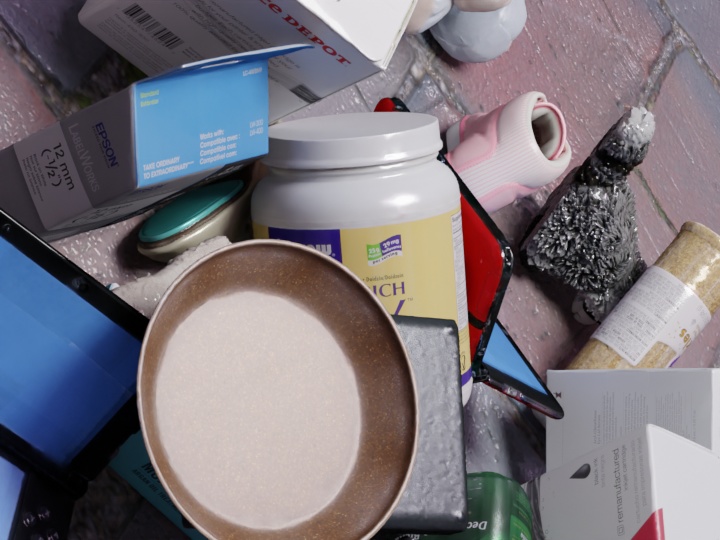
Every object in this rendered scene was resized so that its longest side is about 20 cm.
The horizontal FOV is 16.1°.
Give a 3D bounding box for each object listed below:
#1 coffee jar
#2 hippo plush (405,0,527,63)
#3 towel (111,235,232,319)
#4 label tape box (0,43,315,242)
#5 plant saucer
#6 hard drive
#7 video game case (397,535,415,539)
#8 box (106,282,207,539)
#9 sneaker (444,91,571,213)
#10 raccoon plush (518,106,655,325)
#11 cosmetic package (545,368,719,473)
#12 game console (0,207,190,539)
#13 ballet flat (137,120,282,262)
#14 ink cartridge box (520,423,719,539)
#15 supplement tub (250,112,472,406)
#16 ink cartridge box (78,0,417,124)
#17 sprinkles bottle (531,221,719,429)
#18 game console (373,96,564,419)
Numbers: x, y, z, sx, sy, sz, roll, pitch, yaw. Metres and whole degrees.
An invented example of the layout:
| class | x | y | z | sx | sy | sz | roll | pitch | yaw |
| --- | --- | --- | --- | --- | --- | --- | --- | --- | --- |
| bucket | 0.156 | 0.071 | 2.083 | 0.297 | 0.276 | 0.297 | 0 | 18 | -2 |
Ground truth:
| class | x | y | z | sx | sy | sz | roll | pitch | yaw |
| --- | --- | --- | --- | --- | --- | --- | --- | --- | --- |
| coffee jar | 0.071 | 0.245 | 1.756 | 0.085 | 0.104 | 0.201 | 58 | 25 | -55 |
| hippo plush | 0.070 | -0.259 | 2.088 | 0.161 | 0.158 | 0.201 | 60 | 37 | -64 |
| towel | -0.083 | 0.084 | 1.642 | 0.132 | 0.034 | 0.201 | -32 | 96 | -55 |
| label tape box | -0.134 | -0.079 | 1.624 | 0.143 | 0.199 | 0.067 | -19 | 89 | -55 |
| plant saucer | -0.055 | 0.083 | 1.553 | 0.199 | 0.037 | 0.202 | 9 | 73 | -32 |
| hard drive | -0.022 | 0.095 | 1.614 | 0.199 | 0.033 | 0.141 | 5 | 75 | -32 |
| video game case | 0.011 | 0.303 | 1.623 | 0.180 | 0.025 | 0.201 | -34 | 98 | -14 |
| box | -0.119 | 0.106 | 1.655 | 0.200 | 0.049 | 0.083 | 45 | 40 | -24 |
| sneaker | 0.121 | -0.096 | 2.007 | 0.076 | 0.104 | 0.200 | 59 | 15 | -6 |
| raccoon plush | 0.215 | -0.024 | 2.049 | 0.134 | 0.200 | 0.097 | 36 | 55 | -3 |
| cosmetic package | 0.210 | 0.173 | 1.894 | 0.052 | 0.150 | 0.202 | 5 | 85 | -52 |
| game console | -0.215 | 0.087 | 1.488 | 0.200 | 0.116 | 0.177 | 39 | 42 | -30 |
| ballet flat | -0.091 | -0.042 | 1.779 | 0.070 | 0.069 | 0.200 | 54 | 36 | -13 |
| ink cartridge box | 0.163 | 0.218 | 1.815 | 0.083 | 0.200 | 0.146 | 24 | 50 | -36 |
| supplement tub | 0.000 | 0.000 | 1.741 | 0.145 | 0.145 | 0.202 | -21 | 110 | -55 |
| ink cartridge box | -0.073 | -0.181 | 1.692 | 0.147 | 0.200 | 0.083 | 38 | 61 | -21 |
| sprinkles bottle | 0.221 | 0.055 | 2.010 | 0.068 | 0.068 | 0.200 | 45 | 80 | -24 |
| game console | 0.083 | -0.010 | 1.871 | 0.118 | 0.173 | 0.200 | -6 | 41 | -29 |
